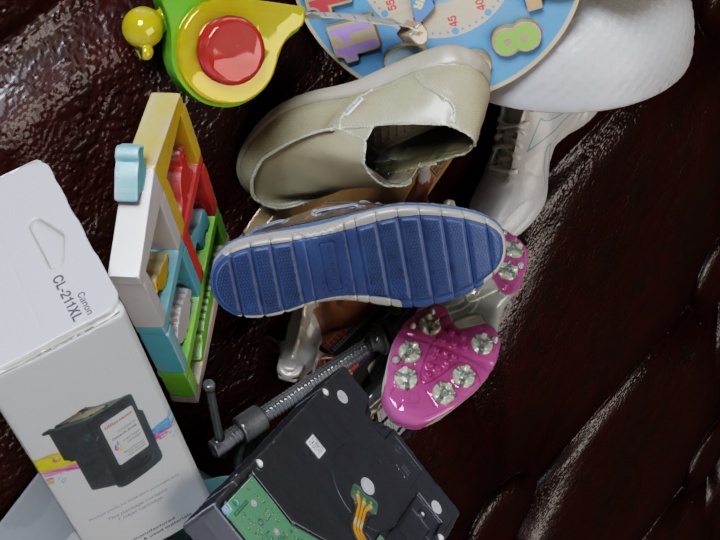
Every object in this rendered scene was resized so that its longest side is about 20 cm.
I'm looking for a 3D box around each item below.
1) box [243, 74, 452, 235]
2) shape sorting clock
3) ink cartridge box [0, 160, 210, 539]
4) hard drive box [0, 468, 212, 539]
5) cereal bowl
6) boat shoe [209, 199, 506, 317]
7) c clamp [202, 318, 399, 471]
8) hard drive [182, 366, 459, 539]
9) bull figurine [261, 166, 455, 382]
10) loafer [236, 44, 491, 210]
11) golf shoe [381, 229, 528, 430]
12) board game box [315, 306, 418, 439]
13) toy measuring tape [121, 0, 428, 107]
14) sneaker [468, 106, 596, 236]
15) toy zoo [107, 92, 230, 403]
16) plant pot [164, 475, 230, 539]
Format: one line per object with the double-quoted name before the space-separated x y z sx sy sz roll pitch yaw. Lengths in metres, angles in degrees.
"box" 0.005 -0.078 0.988 0.201 0.021 0.163 -55 147 -4
"shape sorting clock" 0.050 -0.204 0.816 0.039 0.199 0.201 -74 172 -55
"ink cartridge box" -0.173 0.058 0.737 0.082 0.146 0.201 -27 139 -12
"hard drive box" -0.175 0.210 0.933 0.156 0.077 0.200 -54 147 -9
"cereal bowl" 0.152 -0.201 0.926 0.200 0.200 0.084 -34 136 -33
"boat shoe" -0.002 -0.019 0.844 0.072 0.199 0.073 -91 177 -66
"c clamp" -0.033 0.098 0.935 0.199 0.027 0.171 -29 146 -30
"hard drive" -0.018 0.163 0.810 0.038 0.140 0.200 -37 -177 30
"bull figurine" 0.000 0.000 0.953 0.200 0.065 0.122 -40 158 -25
"loafer" -0.001 -0.087 0.846 0.199 0.069 0.076 -24 141 26
"golf shoe" 0.069 0.054 0.952 0.200 0.075 0.092 -56 173 -38
"board game box" 0.023 0.079 1.086 0.165 0.057 0.200 -44 152 -21
"toy measuring tape" -0.053 -0.135 0.784 0.199 0.074 0.074 2 118 -24
"sneaker" 0.144 -0.117 1.111 0.080 0.070 0.201 38 78 -48
"toy zoo" -0.119 -0.018 0.779 0.200 0.020 0.132 81 14 -58
"plant pot" -0.057 0.242 0.888 0.201 0.200 0.188 -55 132 -5
